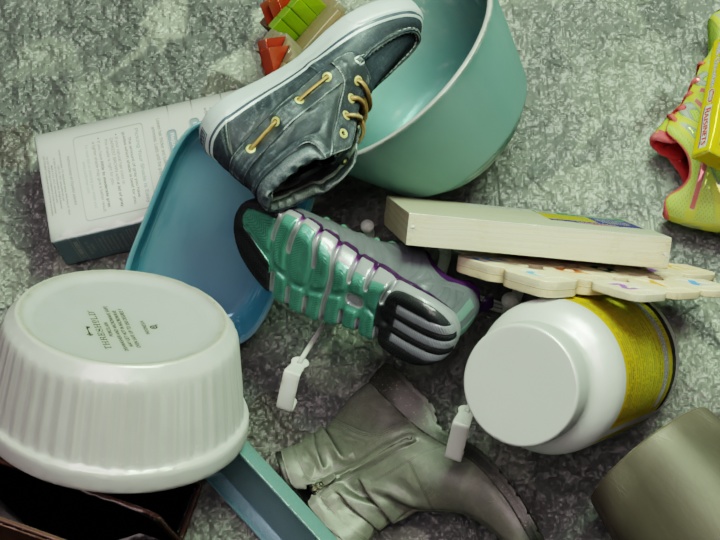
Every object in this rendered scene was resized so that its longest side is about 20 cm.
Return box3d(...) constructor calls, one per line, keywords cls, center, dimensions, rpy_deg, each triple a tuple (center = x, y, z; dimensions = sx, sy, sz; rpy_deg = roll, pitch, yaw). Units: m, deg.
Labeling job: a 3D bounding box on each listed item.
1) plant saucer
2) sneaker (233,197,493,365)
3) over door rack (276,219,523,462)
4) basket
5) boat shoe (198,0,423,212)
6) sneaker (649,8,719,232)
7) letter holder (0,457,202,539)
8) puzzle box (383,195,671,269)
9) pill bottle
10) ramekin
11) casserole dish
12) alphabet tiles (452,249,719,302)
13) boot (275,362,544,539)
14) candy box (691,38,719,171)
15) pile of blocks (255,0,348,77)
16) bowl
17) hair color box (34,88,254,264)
box3d(cls="plant saucer", center=(-0.045, 0.206, 1.269), dimensions=(0.019, 0.070, 0.200), rpy_deg=(-31, 68, -35))
box3d(cls="sneaker", center=(0.000, 0.000, 1.250), dimensions=(0.200, 0.075, 0.088), rpy_deg=(32, 36, 20))
box3d(cls="over door rack", center=(0.040, 0.041, 1.281), dimensions=(0.147, 0.067, 0.200), rpy_deg=(16, 43, 11))
box3d(cls="basket", center=(0.271, 0.211, 1.209), dimensions=(0.180, 0.136, 0.200), rpy_deg=(-35, 68, -10))
box3d(cls="boat shoe", center=(-0.016, -0.121, 1.248), dimensions=(0.200, 0.071, 0.091), rpy_deg=(-35, 63, -13))
box3d(cls="sneaker", center=(0.281, -0.124, 1.356), dimensions=(0.090, 0.078, 0.200), rpy_deg=(1, 68, 12))
box3d(cls="letter holder", center=(-0.238, 0.162, 1.255), dimensions=(0.200, 0.142, 0.101), rpy_deg=(17, 72, 10))
box3d(cls="puzzle box", center=(0.124, -0.030, 1.274), dimensions=(0.200, 0.133, 0.025), rpy_deg=(5, 97, -6))
box3d(cls="pill bottle", center=(0.153, 0.072, 1.216), dimensions=(0.112, 0.200, 0.113), rpy_deg=(2, 94, 27))
box3d(cls="ramekin", center=(-0.179, 0.074, 1.237), dimensions=(0.202, 0.202, 0.094), rpy_deg=(13, 115, 9))
box3d(cls="casserole dish", center=(-0.112, -0.033, 1.324), dimensions=(0.121, 0.039, 0.200), rpy_deg=(20, 106, -11))
box3d(cls="alphabet tiles", center=(0.172, 0.002, 1.259), dimensions=(0.195, 0.200, 0.015), rpy_deg=(18, 106, 47))
box3d(cls="boot", center=(0.036, 0.177, 1.276), dimensions=(0.131, 0.068, 0.200), rpy_deg=(-43, 64, -8))
box3d(cls="candy box", center=(0.352, -0.100, 1.314), dimensions=(0.200, 0.026, 0.102), rpy_deg=(22, 69, -23))
box3d(cls="pile of blocks", center=(-0.049, -0.183, 1.355), dimensions=(0.082, 0.062, 0.200), rpy_deg=(-36, 34, 21))
box3d(cls="bowl", center=(0.054, -0.138, 1.337), dimensions=(0.201, 0.105, 0.201), rpy_deg=(-31, 37, 26))
box3d(cls="hair color box", center=(-0.160, -0.080, 1.380), dimensions=(0.200, 0.061, 0.099), rpy_deg=(-13, 70, 0))
